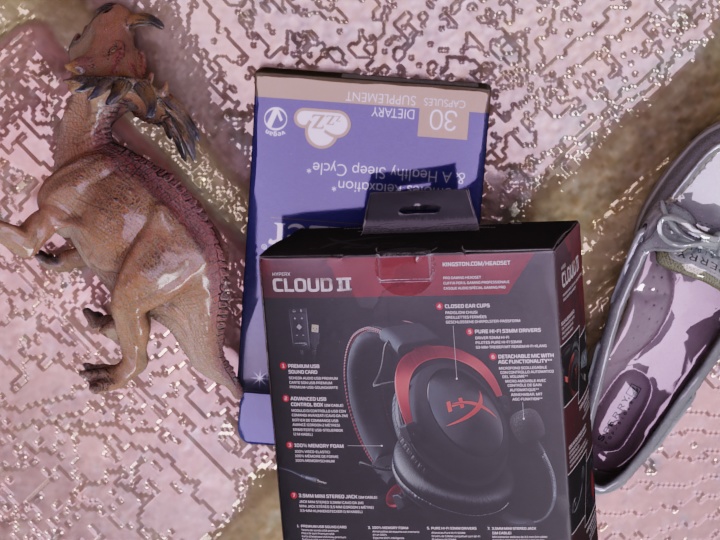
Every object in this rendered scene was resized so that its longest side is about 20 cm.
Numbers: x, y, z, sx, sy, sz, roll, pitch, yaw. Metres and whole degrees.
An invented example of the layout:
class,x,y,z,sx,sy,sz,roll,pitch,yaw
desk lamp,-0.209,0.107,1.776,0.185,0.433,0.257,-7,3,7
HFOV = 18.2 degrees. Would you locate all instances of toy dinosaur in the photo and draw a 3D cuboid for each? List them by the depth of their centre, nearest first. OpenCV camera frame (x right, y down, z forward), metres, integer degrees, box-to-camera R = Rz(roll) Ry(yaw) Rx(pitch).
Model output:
class,x,y,z,sx,sy,sz,roll,pitch,yaw
toy dinosaur,-0.108,-0.026,1.120,0.135,0.086,0.200,-40,89,15

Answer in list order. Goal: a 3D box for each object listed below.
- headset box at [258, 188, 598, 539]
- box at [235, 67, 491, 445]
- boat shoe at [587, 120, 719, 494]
class,x,y,z,sx,sy,sz,roll,pitch,yaw
headset box,0.035,0.060,1.102,0.148,0.075,0.201,-2,102,16
box,0.000,0.000,1.161,0.121,0.032,0.201,4,101,0
boat shoe,0.161,0.020,1.144,0.074,0.065,0.202,28,100,-4
